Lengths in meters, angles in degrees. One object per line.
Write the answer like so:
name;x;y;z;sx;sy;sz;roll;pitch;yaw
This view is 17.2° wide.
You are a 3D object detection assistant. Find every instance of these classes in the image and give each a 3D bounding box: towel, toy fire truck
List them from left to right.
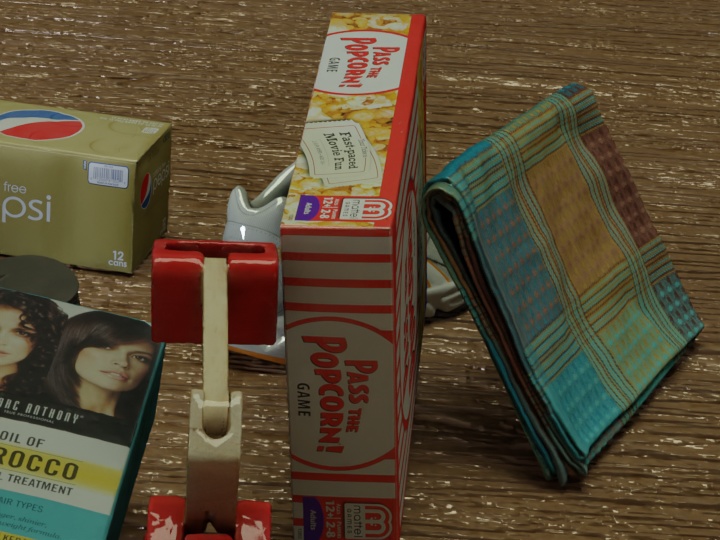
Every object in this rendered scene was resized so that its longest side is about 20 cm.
toy fire truck;-0.053;0.083;0.847;0.048;0.142;0.200;2;22;-5
towel;0.099;-0.002;1.109;0.022;0.147;0.200;-23;7;30

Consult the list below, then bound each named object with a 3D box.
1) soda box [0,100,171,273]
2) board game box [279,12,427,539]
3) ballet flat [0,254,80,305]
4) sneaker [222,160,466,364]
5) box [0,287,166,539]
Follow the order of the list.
soda box;-0.204;-0.052;1.261;0.199;0.064;0.068;9;22;9
board game box;0.000;0.000;1.014;0.046;0.152;0.200;2;30;5
ballet flat;-0.216;0.040;1.067;0.199;0.047;0.067;-17;45;-31
sneaker;0.004;-0.022;1.187;0.075;0.093;0.200;19;26;31
box;-0.129;0.086;0.889;0.082;0.049;0.200;13;33;-2
